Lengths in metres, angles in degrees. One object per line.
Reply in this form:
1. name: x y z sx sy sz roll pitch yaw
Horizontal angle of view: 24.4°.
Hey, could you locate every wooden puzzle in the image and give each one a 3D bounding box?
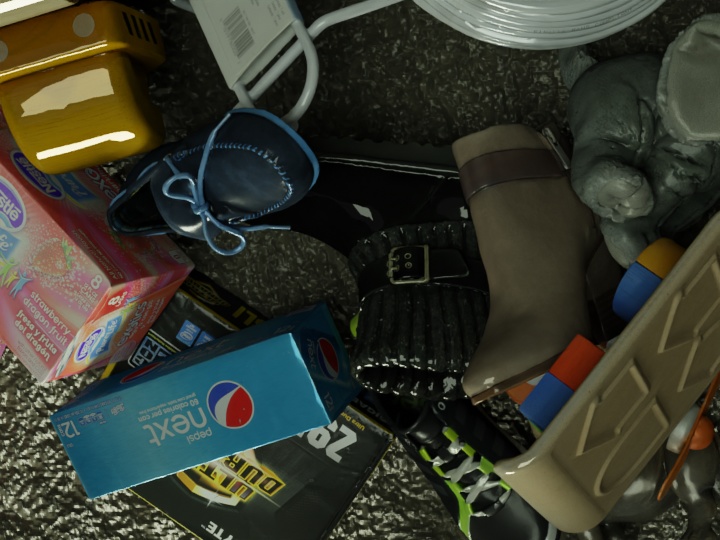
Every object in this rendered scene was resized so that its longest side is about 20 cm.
1. wooden puzzle: 0.160 0.056 0.957 0.200 0.185 0.046 -47 64 -2

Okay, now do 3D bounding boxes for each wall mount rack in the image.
1. wall mount rack: -0.035 -0.179 1.039 0.174 0.074 0.200 -41 57 27

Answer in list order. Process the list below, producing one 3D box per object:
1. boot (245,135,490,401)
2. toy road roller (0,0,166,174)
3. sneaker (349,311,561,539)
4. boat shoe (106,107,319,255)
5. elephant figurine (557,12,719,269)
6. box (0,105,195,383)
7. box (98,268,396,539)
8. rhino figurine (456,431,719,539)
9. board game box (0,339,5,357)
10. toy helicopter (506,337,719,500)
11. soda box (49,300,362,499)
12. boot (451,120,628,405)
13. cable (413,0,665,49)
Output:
1. boot: 0.000 -0.001 1.068 0.210 0.079 0.158 2 73 15
2. toy road roller: -0.186 -0.139 1.015 0.123 0.200 0.146 -15 87 12
3. sneaker: 0.051 0.114 1.101 0.072 0.083 0.200 -43 72 23
4. boat shoe: -0.093 -0.044 1.027 0.084 0.069 0.200 50 153 -11
5. elephant figurine: 0.230 -0.090 0.988 0.200 0.142 0.155 -26 113 28
6. box: -0.226 -0.032 1.128 0.200 0.103 0.095 46 115 16
7. box: -0.090 0.114 1.190 0.200 0.049 0.160 34 111 4
8. rhino figurine: 0.158 0.155 1.120 0.200 0.060 0.088 -16 74 21
9. board game box: -0.355 0.066 1.255 0.153 0.040 0.200 29 113 5
10. toy helicopter: 0.197 0.055 1.067 0.200 0.079 0.132 -43 72 9
11. soda box: -0.105 0.089 1.120 0.200 0.064 0.068 -20 100 26
12. boot: 0.092 -0.013 0.987 0.070 0.200 0.147 -24 88 32
13. cable: 0.107 -0.227 0.967 0.200 0.069 0.200 35 80 7
